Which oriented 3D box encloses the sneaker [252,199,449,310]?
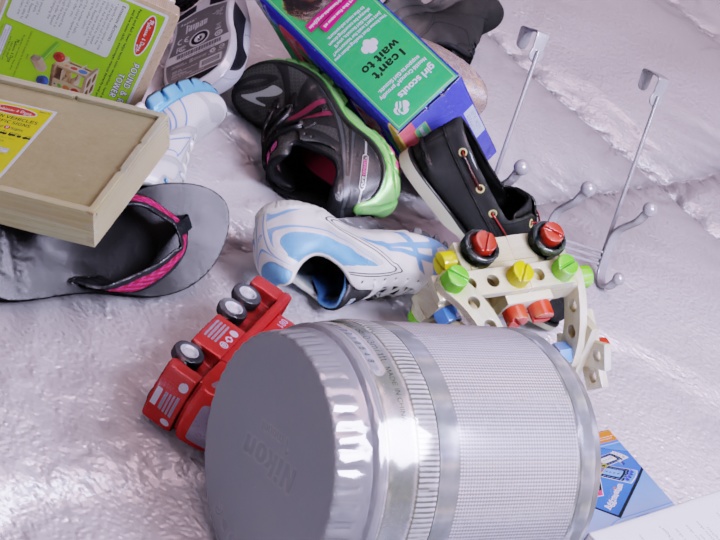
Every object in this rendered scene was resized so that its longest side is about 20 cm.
[{"bbox_3d":[0.000,0.000,1.181,0.199,0.072,0.073,12,69,-41],"label":"sneaker"}]

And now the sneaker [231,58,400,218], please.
[{"bbox_3d":[-0.049,-0.108,1.271,0.083,0.077,0.200,-17,42,-33],"label":"sneaker"}]

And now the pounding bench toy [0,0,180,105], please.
[{"bbox_3d":[-0.198,-0.231,1.197,0.123,0.201,0.157,21,32,-16],"label":"pounding bench toy"}]

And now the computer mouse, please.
[{"bbox_3d":[-0.126,-0.202,1.350,0.044,0.109,0.201,55,25,-38],"label":"computer mouse"}]

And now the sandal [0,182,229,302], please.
[{"bbox_3d":[-0.159,-0.016,1.041,0.199,0.045,0.076,-12,89,-43],"label":"sandal"}]

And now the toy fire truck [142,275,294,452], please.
[{"bbox_3d":[-0.042,0.073,1.039,0.141,0.049,0.200,34,30,4],"label":"toy fire truck"}]

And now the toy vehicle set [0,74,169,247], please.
[{"bbox_3d":[-0.238,-0.082,1.031,0.198,0.027,0.125,14,38,11],"label":"toy vehicle set"}]

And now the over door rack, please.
[{"bbox_3d":[0.187,-0.097,1.361,0.147,0.202,0.066,16,-4,-25],"label":"over door rack"}]

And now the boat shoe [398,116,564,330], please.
[{"bbox_3d":[0.113,-0.034,1.262,0.202,0.063,0.074,50,18,-22],"label":"boat shoe"}]

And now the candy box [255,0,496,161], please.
[{"bbox_3d":[0.012,-0.168,1.345,0.200,0.077,0.169,44,-3,23],"label":"candy box"}]

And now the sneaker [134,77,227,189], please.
[{"bbox_3d":[-0.151,-0.073,1.148,0.087,0.075,0.200,43,40,9],"label":"sneaker"}]

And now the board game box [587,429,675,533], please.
[{"bbox_3d":[0.142,0.166,1.095,0.199,0.020,0.103,-5,47,-45],"label":"board game box"}]

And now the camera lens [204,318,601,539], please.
[{"bbox_3d":[0.029,0.110,0.931,0.199,0.161,0.160,4,39,-34],"label":"camera lens"}]

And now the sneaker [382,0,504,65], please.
[{"bbox_3d":[0.087,-0.234,1.600,0.199,0.076,0.091,-22,68,-46],"label":"sneaker"}]

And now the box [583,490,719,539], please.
[{"bbox_3d":[0.214,0.223,0.997,0.199,0.098,0.125,-5,46,-46],"label":"box"}]

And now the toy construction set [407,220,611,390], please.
[{"bbox_3d":[0.117,0.037,1.178,0.199,0.092,0.132,1,59,-42],"label":"toy construction set"}]

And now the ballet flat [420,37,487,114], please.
[{"bbox_3d":[0.025,-0.195,1.479,0.199,0.068,0.067,31,19,20],"label":"ballet flat"}]
